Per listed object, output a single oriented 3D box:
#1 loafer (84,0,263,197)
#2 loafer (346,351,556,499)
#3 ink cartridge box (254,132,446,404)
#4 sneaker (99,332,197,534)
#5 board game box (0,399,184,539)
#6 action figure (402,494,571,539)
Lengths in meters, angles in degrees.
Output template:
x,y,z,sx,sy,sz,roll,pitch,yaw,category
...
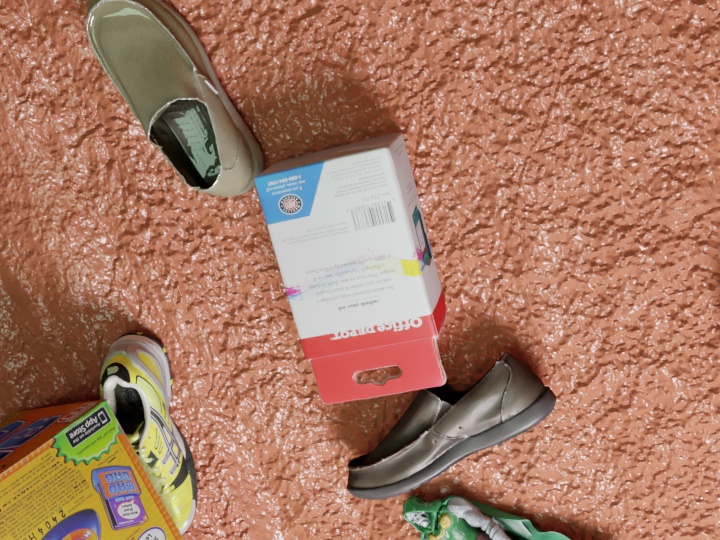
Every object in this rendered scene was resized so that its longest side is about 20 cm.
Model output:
x,y,z,sx,sy,sz,roll,pitch,yaw,category
-0.153,-0.144,0.819,0.075,0.068,0.200,-36,97,20,loafer
0.067,0.130,0.867,0.199,0.073,0.071,-30,89,14,loafer
0.000,0.000,0.833,0.115,0.067,0.202,-11,105,16,ink cartridge box
-0.203,0.161,0.924,0.075,0.076,0.202,-8,107,12,sneaker
-0.293,0.254,0.869,0.199,0.200,0.201,-14,106,47,board game box
0.125,0.258,0.900,0.199,0.055,0.119,29,114,6,action figure
